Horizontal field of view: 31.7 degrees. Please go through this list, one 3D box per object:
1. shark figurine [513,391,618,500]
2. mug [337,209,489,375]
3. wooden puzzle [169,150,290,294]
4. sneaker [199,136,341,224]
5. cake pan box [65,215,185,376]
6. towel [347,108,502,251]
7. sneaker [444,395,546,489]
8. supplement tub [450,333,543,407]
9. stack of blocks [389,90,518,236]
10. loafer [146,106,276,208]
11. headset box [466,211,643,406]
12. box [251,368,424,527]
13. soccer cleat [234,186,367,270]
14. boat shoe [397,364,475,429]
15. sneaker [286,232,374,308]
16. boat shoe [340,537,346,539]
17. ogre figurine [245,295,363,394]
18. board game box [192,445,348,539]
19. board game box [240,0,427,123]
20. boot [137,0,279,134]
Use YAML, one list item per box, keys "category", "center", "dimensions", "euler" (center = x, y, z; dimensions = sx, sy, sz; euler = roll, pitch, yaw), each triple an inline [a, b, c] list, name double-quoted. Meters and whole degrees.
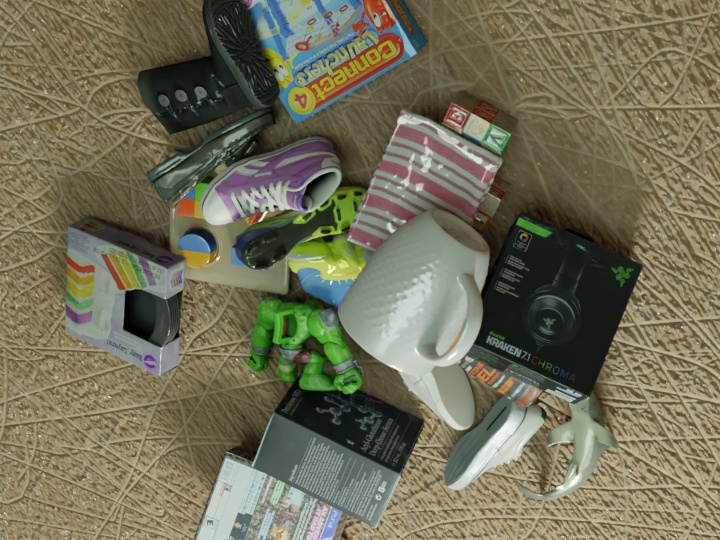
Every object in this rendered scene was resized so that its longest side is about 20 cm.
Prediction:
- category: "shark figurine"
  center: [0.311, 0.256, 1.767]
  dimensions: [0.128, 0.089, 0.215]
  euler: [35, 116, 39]
- category: "mug"
  center: [0.087, 0.033, 1.576]
  dimensions: [0.147, 0.200, 0.176]
  euler: [18, 116, -36]
- category: "wooden puzzle"
  center: [-0.189, -0.062, 1.795]
  dimensions: [0.185, 0.046, 0.201]
  euler: [9, 116, 13]
- category: "sneaker"
  center: [-0.118, -0.104, 1.676]
  dimensions: [0.200, 0.114, 0.073]
  euler: [-28, 125, 4]
- category: "cake pan box"
  center: [-0.344, 0.039, 1.863]
  dimensions: [0.200, 0.052, 0.185]
  euler: [23, 122, 24]
- category: "towel"
  center: [0.080, -0.092, 1.638]
  dimensions: [0.146, 0.030, 0.200]
  euler: [26, 118, 4]
- category: "sneaker"
  center: [0.191, 0.254, 1.804]
  dimensions: [0.071, 0.073, 0.200]
  euler: [22, 131, -19]
- category: "supplement tub"
  center: [0.169, 0.090, 1.717]
  dimensions: [0.200, 0.107, 0.107]
  euler: [33, 119, 2]
- category: "stack of blocks"
  center: [0.134, -0.117, 1.661]
  dimensions: [0.115, 0.059, 0.200]
  euler: [28, 118, 4]
- category: "loafer"
  center: [-0.194, -0.153, 1.730]
  dimensions: [0.200, 0.072, 0.063]
  euler: [-27, 93, 15]
- category: "headset box"
  center: [0.244, 0.044, 1.627]
  dimensions: [0.174, 0.093, 0.200]
  euler: [25, 77, 3]
- category: "box"
  center: [-0.030, 0.250, 1.827]
  dimensions: [0.200, 0.148, 0.107]
  euler: [25, 118, 5]
- category: "soccer cleat"
  center: [-0.081, -0.069, 1.724]
  dimensions: [0.200, 0.084, 0.065]
  euler: [-27, 122, -9]
- category: "boat shoe"
  center: [0.087, 0.143, 1.792]
  dimensions: [0.068, 0.072, 0.200]
  euler: [-20, 114, 47]
- category: "sneaker"
  center: [0.000, 0.000, 1.761]
  dimensions: [0.199, 0.076, 0.105]
  euler: [5, 133, 15]
- category: "boat shoe"
  center: [-0.099, 0.485, 1.999]
  dimensions: [0.202, 0.086, 0.075]
  euler: [-41, 92, -1]
- category: "ogre figurine"
  center: [-0.085, 0.102, 1.802]
  dimensions: [0.200, 0.098, 0.120]
  euler: [25, 124, 54]
- category: "board game box"
  center: [-0.129, 0.376, 1.911]
  dimensions: [0.199, 0.097, 0.160]
  euler: [21, 91, 8]
- category: "board game box"
  center: [-0.050, -0.322, 1.629]
  dimensions: [0.200, 0.056, 0.196]
  euler: [-27, 103, 26]
- category: "boot"
  center: [-0.218, -0.272, 1.669]
  dimensions: [0.200, 0.066, 0.165]
  euler: [-5, 115, 43]
